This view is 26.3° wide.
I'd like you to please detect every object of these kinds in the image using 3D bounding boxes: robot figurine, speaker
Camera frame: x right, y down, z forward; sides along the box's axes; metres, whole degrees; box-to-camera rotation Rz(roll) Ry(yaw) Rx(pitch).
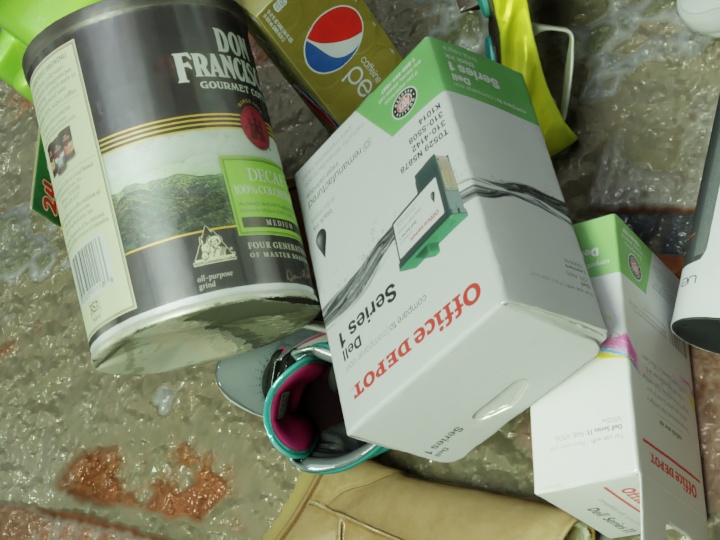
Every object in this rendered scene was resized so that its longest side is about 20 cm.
[{"bbox_3d":[-0.223,-0.227,1.281,0.175,0.116,0.200,36,89,36],"label":"robot figurine"},{"bbox_3d":[0.246,-0.048,0.935,0.081,0.081,0.201,5,72,33],"label":"speaker"}]

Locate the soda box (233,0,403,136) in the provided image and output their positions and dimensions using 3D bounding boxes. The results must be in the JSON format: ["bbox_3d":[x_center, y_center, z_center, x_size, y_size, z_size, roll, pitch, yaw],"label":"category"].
[{"bbox_3d":[-0.022,-0.154,1.070,0.068,0.200,0.064,-47,53,-4],"label":"soda box"}]

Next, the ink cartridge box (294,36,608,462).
[{"bbox_3d":[0.047,-0.011,0.909,0.146,0.084,0.201,-44,44,34],"label":"ink cartridge box"}]

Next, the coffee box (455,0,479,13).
[{"bbox_3d":[0.096,-0.294,1.076,0.112,0.080,0.201,-16,98,23],"label":"coffee box"}]

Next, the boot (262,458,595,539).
[{"bbox_3d":[0.025,0.203,0.962,0.199,0.066,0.176,15,76,37],"label":"boot"}]

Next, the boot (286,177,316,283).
[{"bbox_3d":[0.000,0.000,1.043,0.199,0.074,0.155,-29,49,-1],"label":"boot"}]

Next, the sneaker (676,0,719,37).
[{"bbox_3d":[0.265,-0.227,0.972,0.200,0.099,0.078,-39,43,37],"label":"sneaker"}]

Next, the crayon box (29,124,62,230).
[{"bbox_3d":[-0.151,-0.063,1.109,0.051,0.200,0.128,-15,62,27],"label":"crayon box"}]

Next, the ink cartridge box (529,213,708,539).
[{"bbox_3d":[0.150,0.084,0.909,0.067,0.117,0.201,-15,61,27],"label":"ink cartridge box"}]

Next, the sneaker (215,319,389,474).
[{"bbox_3d":[-0.038,0.082,1.006,0.199,0.121,0.084,3,96,32],"label":"sneaker"}]

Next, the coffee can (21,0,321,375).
[{"bbox_3d":[-0.119,-0.052,0.964,0.146,0.146,0.201,-21,75,22],"label":"coffee can"}]

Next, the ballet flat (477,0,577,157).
[{"bbox_3d":[0.107,-0.169,1.035,0.067,0.067,0.201,-12,105,1],"label":"ballet flat"}]
